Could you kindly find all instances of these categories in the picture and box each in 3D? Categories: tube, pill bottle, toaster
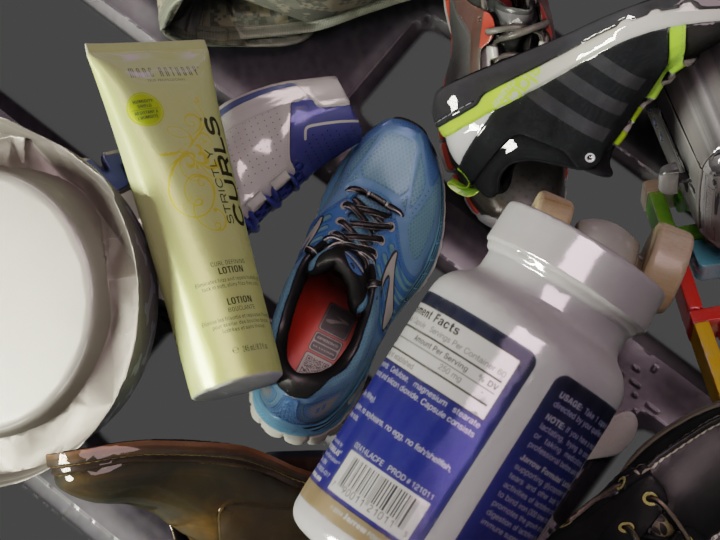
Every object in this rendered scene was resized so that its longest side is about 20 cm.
[{"bbox_3d":[-0.092,-0.032,0.934,0.052,0.058,0.201,-18,78,11],"label":"tube"},{"bbox_3d":[0.063,0.072,0.887,0.116,0.116,0.200,33,88,7],"label":"pill bottle"},{"bbox_3d":[0.263,-0.089,0.994,0.199,0.114,0.130,-9,55,1],"label":"toaster"}]

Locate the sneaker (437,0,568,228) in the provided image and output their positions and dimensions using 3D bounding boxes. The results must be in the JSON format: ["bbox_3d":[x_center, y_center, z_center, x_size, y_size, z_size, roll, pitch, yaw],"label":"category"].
[{"bbox_3d":[0.083,-0.121,1.036,0.077,0.082,0.201,-6,72,-6],"label":"sneaker"}]

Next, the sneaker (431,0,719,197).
[{"bbox_3d":[0.135,-0.096,0.967,0.199,0.072,0.083,-21,95,24],"label":"sneaker"}]

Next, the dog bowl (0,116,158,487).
[{"bbox_3d":[-0.201,0.017,0.949,0.199,0.059,0.201,-1,88,16],"label":"dog bowl"}]

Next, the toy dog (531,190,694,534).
[{"bbox_3d":[0.110,0.049,0.993,0.132,0.096,0.200,41,89,6],"label":"toy dog"}]

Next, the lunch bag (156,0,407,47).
[{"bbox_3d":[-0.039,-0.234,1.042,0.199,0.118,0.165,-15,68,21],"label":"lunch bag"}]

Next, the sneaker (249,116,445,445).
[{"bbox_3d":[0.000,0.000,0.986,0.078,0.090,0.201,20,71,2],"label":"sneaker"}]

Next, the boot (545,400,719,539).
[{"bbox_3d":[0.138,0.151,0.880,0.203,0.154,0.074,-42,86,9],"label":"boot"}]

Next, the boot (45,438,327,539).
[{"bbox_3d":[-0.074,0.140,0.914,0.199,0.075,0.097,9,78,-35],"label":"boot"}]

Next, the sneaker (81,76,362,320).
[{"bbox_3d":[-0.085,-0.024,1.001,0.199,0.081,0.116,-22,78,-4],"label":"sneaker"}]

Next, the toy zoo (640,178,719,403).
[{"bbox_3d":[0.250,0.019,0.996,0.131,0.020,0.201,-9,52,-3],"label":"toy zoo"}]
